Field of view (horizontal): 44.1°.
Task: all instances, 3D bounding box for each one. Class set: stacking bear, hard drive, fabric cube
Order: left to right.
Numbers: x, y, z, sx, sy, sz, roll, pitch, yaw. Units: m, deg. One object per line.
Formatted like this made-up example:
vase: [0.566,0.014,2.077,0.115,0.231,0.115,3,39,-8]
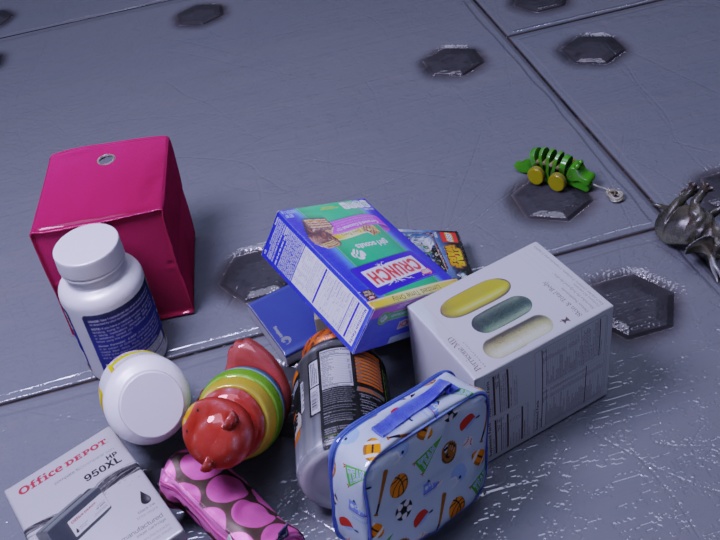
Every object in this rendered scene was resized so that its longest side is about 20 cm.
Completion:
fabric cube: [-0.364,-0.056,1.348,0.192,0.203,0.201,-9,39,-2]
stacking bear: [-0.148,0.170,1.034,0.113,0.122,0.200,35,8,1]
hard drive: [-0.050,0.049,1.295,0.197,0.026,0.132,-26,42,-19]

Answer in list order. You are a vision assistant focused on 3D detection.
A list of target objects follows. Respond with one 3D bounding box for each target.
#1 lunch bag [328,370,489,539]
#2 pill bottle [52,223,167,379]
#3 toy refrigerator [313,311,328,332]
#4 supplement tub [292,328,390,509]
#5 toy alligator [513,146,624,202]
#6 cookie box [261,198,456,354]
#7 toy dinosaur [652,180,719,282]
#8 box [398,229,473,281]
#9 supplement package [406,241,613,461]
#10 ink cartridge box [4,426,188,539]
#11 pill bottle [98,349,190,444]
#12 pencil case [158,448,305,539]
lunch bag: [0.057,0.199,0.940,0.198,0.163,0.075,-26,34,-34]
pill bottle: [-0.347,0.044,1.223,0.117,0.203,0.121,-5,39,4]
toy refrigerator: [-0.030,0.016,1.254,0.074,0.071,0.202,-8,39,1]
supplement tub: [-0.021,0.171,1.067,0.120,0.124,0.202,-9,38,1]
toy alligator: [0.338,-0.164,1.447,0.198,0.055,0.059,22,49,33]
cookie box: [0.000,0.000,1.143,0.169,0.076,0.200,-12,47,-45]
toy dinosaur: [0.468,-0.073,1.291,0.103,0.077,0.200,-52,32,1]
box: [0.094,0.015,1.271,0.134,0.040,0.202,2,38,-10]
supplement package: [0.182,0.098,1.089,0.197,0.153,0.152,-25,42,-18]
ink cartridge box: [-0.294,0.294,1.005,0.143,0.085,0.199,-30,43,-24]
pill bottle: [-0.263,0.153,1.082,0.103,0.106,0.200,-24,6,-18]
pencil case: [-0.149,0.274,0.989,0.093,0.093,0.198,-2,21,-46]
